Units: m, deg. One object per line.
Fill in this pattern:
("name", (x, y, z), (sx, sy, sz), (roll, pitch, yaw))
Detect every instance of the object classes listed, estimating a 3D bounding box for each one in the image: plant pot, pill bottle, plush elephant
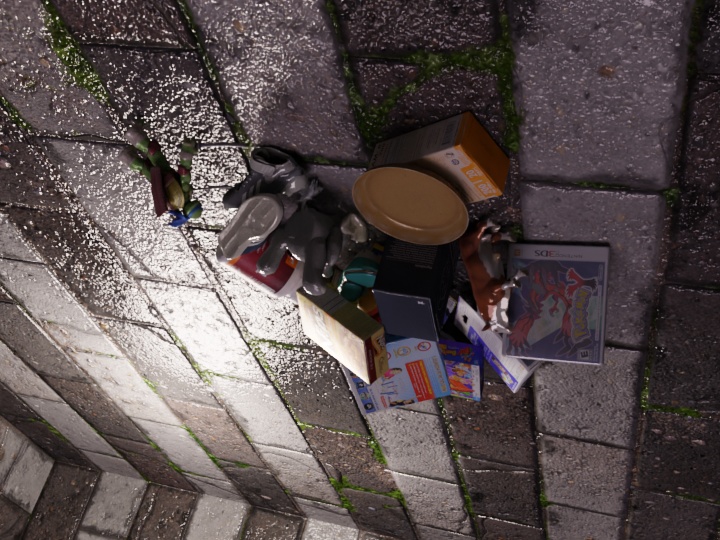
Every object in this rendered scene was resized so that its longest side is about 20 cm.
("plant pot", (0.083, -0.111, 1.446), (0.195, 0.028, 0.201), (16, 151, 9))
("pill bottle", (-0.186, -0.018, 1.810), (0.198, 0.115, 0.112), (33, 147, -26))
("plush elephant", (-0.077, -0.054, 1.665), (0.162, 0.205, 0.154), (11, 175, 35))

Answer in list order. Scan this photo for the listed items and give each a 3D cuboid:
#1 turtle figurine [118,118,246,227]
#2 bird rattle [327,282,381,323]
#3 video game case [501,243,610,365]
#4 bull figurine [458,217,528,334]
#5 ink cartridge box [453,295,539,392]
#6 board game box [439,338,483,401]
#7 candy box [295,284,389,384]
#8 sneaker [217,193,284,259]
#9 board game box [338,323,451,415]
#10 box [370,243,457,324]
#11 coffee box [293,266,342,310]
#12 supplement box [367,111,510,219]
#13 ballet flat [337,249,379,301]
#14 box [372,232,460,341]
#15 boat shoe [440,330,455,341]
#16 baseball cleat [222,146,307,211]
("turtle figurine", (-0.335, -0.194, 1.646), (0.193, 0.201, 0.144), (39, 172, 2))
("bird rattle", (0.012, 0.084, 1.815), (0.199, 0.165, 0.112), (39, 164, -32))
("video game case", (0.341, 0.057, 1.567), (0.178, 0.206, 0.023), (3, 176, 25))
("bull figurine", (0.233, 0.009, 1.567), (0.064, 0.204, 0.121), (-6, 159, -42))
("ink cartridge box", (0.272, 0.142, 1.809), (0.200, 0.043, 0.199), (48, 169, 15))
("board game box", (0.197, 0.212, 1.921), (0.131, 0.046, 0.201), (10, 153, 14))
("candy box", (-0.034, 0.111, 1.666), (0.199, 0.055, 0.117), (33, 144, 38))
("sneaker", (-0.184, -0.090, 1.631), (0.199, 0.084, 0.076), (-30, 85, 47))
("board game box", (0.068, 0.189, 1.784), (0.191, 0.057, 0.202), (-14, 133, 7))
("box", (0.096, 0.031, 1.761), (0.199, 0.065, 0.070), (37, 174, -28))
("coffee box", (-0.032, 0.086, 1.925), (0.199, 0.081, 0.113), (37, 145, -29))
("supplement box", (0.124, -0.164, 1.439), (0.197, 0.075, 0.126), (-13, 137, 43))
("ballet flat", (0.000, 0.000, 1.641), (0.066, 0.072, 0.200), (18, 162, -9))
("box", (0.104, -0.003, 1.585), (0.104, 0.203, 0.150), (8, 149, 16))
("boat shoe", (0.157, 0.161, 1.958), (0.073, 0.066, 0.203), (0, 146, 30))
("baseball cleat", (-0.189, -0.172, 1.621), (0.196, 0.071, 0.107), (-14, 131, 29))
